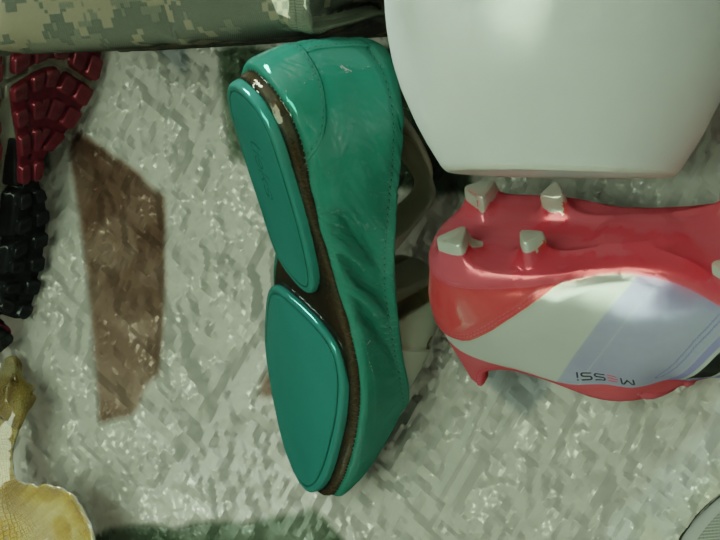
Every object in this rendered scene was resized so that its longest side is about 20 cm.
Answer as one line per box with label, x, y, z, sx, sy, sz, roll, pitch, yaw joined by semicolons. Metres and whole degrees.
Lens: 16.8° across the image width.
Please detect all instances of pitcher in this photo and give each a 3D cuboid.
pitcher;0.054;-0.133;0.800;0.121;0.171;0.202;2;91;38

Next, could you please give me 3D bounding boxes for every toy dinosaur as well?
toy dinosaur;-0.140;0.137;1.003;0.101;0.058;0.201;-32;74;29

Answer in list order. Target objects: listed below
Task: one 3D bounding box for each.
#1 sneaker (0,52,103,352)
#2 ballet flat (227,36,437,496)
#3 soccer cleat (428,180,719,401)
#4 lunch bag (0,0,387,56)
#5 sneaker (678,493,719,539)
sneaker;-0.166;-0.064;1.003;0.074;0.080;0.201;27;106;32
ballet flat;0.000;0.000;0.887;0.067;0.070;0.201;48;153;44
soccer cleat;0.117;0.014;0.836;0.199;0.067;0.077;6;133;25
lunch bag;-0.061;-0.184;0.909;0.163;0.117;0.202;-1;95;34
sneaker;0.170;0.083;0.760;0.200;0.115;0.076;-15;83;33
